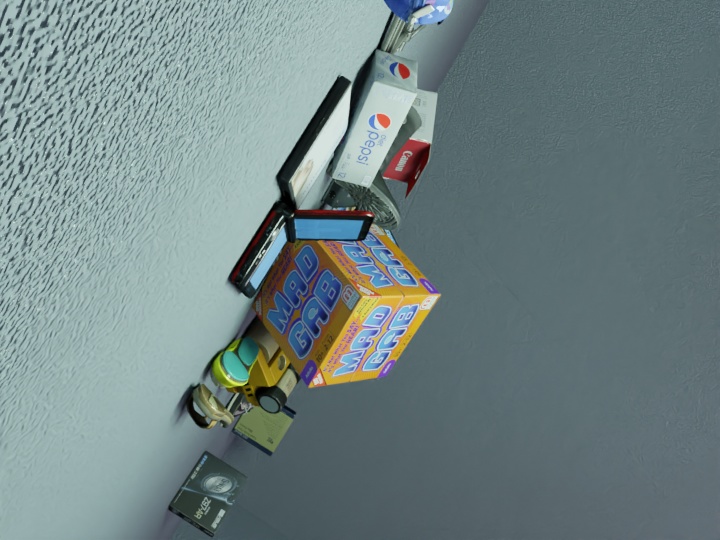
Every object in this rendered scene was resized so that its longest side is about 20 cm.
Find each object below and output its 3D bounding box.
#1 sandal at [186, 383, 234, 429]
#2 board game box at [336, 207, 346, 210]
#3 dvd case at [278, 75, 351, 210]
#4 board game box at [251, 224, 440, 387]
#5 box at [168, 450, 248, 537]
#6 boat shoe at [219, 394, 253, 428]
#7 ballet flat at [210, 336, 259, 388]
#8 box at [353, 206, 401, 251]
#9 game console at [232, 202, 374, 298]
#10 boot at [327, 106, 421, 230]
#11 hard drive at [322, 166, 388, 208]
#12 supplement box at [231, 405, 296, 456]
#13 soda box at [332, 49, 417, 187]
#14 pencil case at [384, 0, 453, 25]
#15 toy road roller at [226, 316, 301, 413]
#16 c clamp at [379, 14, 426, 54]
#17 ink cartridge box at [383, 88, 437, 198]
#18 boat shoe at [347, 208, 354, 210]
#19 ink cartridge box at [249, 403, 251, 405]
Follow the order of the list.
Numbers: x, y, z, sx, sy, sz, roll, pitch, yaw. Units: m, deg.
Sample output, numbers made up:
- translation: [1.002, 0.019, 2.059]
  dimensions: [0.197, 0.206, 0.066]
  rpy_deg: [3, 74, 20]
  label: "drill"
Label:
- translation: [-0.255, 0.230, 1.237]
  dimensions: [0.054, 0.080, 0.200]
  rpy_deg: [-42, 175, -12]
  label: "sandal"
- translation: [-0.097, -0.057, 1.513]
  dimensions: [0.201, 0.039, 0.158]
  rpy_deg: [-61, 174, 27]
  label: "board game box"
- translation: [-0.056, -0.153, 0.963]
  dimensions: [0.144, 0.017, 0.200]
  rpy_deg: [-60, 180, -6]
  label: "dvd case"
- translation: [-0.028, 0.053, 1.313]
  dimensions: [0.199, 0.200, 0.201]
  rpy_deg: [0, 130, -47]
  label: "board game box"
- translation: [-0.456, 0.671, 2.272]
  dimensions: [0.201, 0.159, 0.044]
  rpy_deg: [-57, 179, -40]
  label: "box"
- translation: [-0.336, 0.377, 2.151]
  dimensions: [0.072, 0.067, 0.200]
  rpy_deg: [-57, 179, 38]
  label: "boat shoe"
- translation: [-0.225, 0.169, 1.308]
  dimensions: [0.067, 0.067, 0.200]
  rpy_deg: [-37, -175, 9]
  label: "ballet flat"
- translation: [0.000, 0.000, 1.483]
  dimensions: [0.200, 0.049, 0.200]
  rpy_deg: [-52, -134, 33]
  label: "box"
- translation: [-0.078, -0.018, 1.042]
  dimensions: [0.173, 0.118, 0.200]
  rpy_deg: [-59, 179, -8]
  label: "game console"
- translation: [0.049, -0.194, 1.308]
  dimensions: [0.065, 0.165, 0.201]
  rpy_deg: [-13, -143, 48]
  label: "boot"
- translation: [0.017, -0.213, 1.444]
  dimensions: [0.201, 0.033, 0.139]
  rpy_deg: [-59, 159, 20]
  label: "hard drive"
- translation: [-0.408, 0.647, 3.218]
  dimensions: [0.201, 0.199, 0.134]
  rpy_deg: [-59, 179, -6]
  label: "supplement box"
- translation: [0.017, -0.211, 1.076]
  dimensions: [0.201, 0.063, 0.069]
  rpy_deg: [120, -22, -51]
  label: "soda box"
- translation: [0.067, -0.302, 0.687]
  dimensions: [0.200, 0.077, 0.088]
  rpy_deg: [115, -16, -75]
  label: "pencil case"
- translation: [-0.216, 0.191, 1.558]
  dimensions: [0.123, 0.144, 0.202]
  rpy_deg: [-57, 141, -48]
  label: "toy road roller"
- translation: [0.070, -0.361, 1.047]
  dimensions: [0.171, 0.027, 0.200]
  rpy_deg: [-53, 178, -26]
  label: "c clamp"
- translation: [0.103, -0.288, 1.729]
  dimensions: [0.200, 0.083, 0.177]
  rpy_deg: [119, -19, -67]
  label: "ink cartridge box"
- translation: [0.004, -0.191, 1.575]
  dimensions: [0.074, 0.069, 0.200]
  rpy_deg: [-58, 178, -37]
  label: "boat shoe"
- translation: [-0.248, 0.230, 1.920]
  dimensions: [0.117, 0.067, 0.201]
  rpy_deg: [-58, -179, 45]
  label: "ink cartridge box"
